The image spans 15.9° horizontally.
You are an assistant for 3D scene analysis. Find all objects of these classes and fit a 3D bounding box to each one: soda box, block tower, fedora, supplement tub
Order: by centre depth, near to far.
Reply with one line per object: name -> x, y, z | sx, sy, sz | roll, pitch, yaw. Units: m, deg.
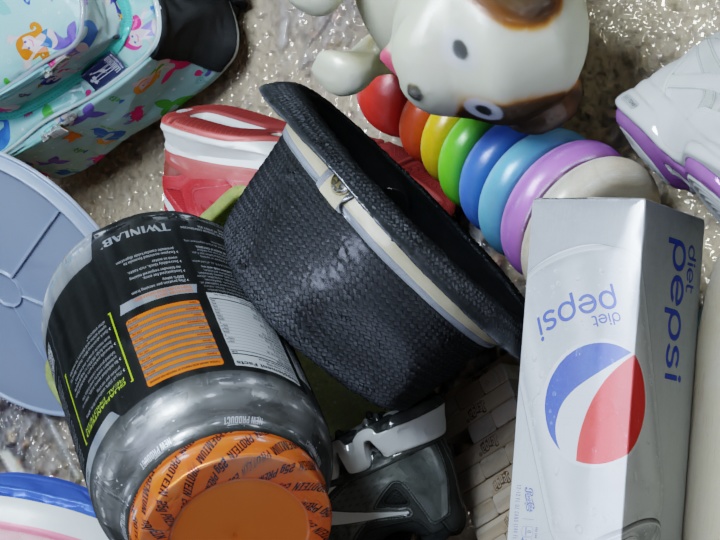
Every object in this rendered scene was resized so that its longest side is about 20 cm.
soda box -> 0.117, 0.068, 1.227 | 0.063, 0.068, 0.201 | 1, 83, 33
supplement tub -> -0.086, 0.070, 1.286 | 0.123, 0.122, 0.200 | -54, 33, 21
fedora -> 0.000, 0.000, 1.287 | 0.092, 0.200, 0.201 | -45, 58, 9
block tower -> 0.099, 0.142, 1.327 | 0.058, 0.054, 0.201 | -35, 63, 32

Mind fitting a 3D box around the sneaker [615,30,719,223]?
sneaker -> 0.194, -0.068, 1.226 | 0.100, 0.075, 0.200 | -40, 31, 1

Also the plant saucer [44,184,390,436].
plant saucer -> -0.055, 0.079, 1.427 | 0.200, 0.048, 0.200 | -41, 82, 35

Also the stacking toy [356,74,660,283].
stacking toy -> 0.069, -0.064, 1.369 | 0.200, 0.085, 0.086 | 42, 111, 42

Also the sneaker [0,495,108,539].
sneaker -> -0.147, 0.191, 1.368 | 0.075, 0.199, 0.105 | 132, 156, -66

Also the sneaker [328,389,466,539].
sneaker -> -0.025, 0.133, 1.354 | 0.199, 0.066, 0.091 | -22, 92, 34

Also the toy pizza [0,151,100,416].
toy pizza -> -0.207, 0.003, 1.552 | 0.199, 0.032, 0.201 | 20, 134, 22

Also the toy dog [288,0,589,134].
toy dog -> 0.053, -0.152, 1.332 | 0.200, 0.193, 0.140 | -108, 11, -46

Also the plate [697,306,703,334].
plate -> 0.210, 0.098, 1.260 | 0.199, 0.026, 0.201 | -5, 82, 39

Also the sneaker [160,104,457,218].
sneaker -> -0.031, -0.018, 1.458 | 0.199, 0.078, 0.116 | 22, 116, 37

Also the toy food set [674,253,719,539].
toy food set -> 0.222, 0.084, 1.208 | 0.143, 0.060, 0.201 | 11, 90, 51

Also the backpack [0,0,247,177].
backpack -> -0.189, -0.155, 1.545 | 0.200, 0.150, 0.178 | -35, 65, 36

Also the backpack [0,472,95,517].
backpack -> -0.195, 0.220, 1.480 | 0.162, 0.168, 0.201 | 14, 87, -1
